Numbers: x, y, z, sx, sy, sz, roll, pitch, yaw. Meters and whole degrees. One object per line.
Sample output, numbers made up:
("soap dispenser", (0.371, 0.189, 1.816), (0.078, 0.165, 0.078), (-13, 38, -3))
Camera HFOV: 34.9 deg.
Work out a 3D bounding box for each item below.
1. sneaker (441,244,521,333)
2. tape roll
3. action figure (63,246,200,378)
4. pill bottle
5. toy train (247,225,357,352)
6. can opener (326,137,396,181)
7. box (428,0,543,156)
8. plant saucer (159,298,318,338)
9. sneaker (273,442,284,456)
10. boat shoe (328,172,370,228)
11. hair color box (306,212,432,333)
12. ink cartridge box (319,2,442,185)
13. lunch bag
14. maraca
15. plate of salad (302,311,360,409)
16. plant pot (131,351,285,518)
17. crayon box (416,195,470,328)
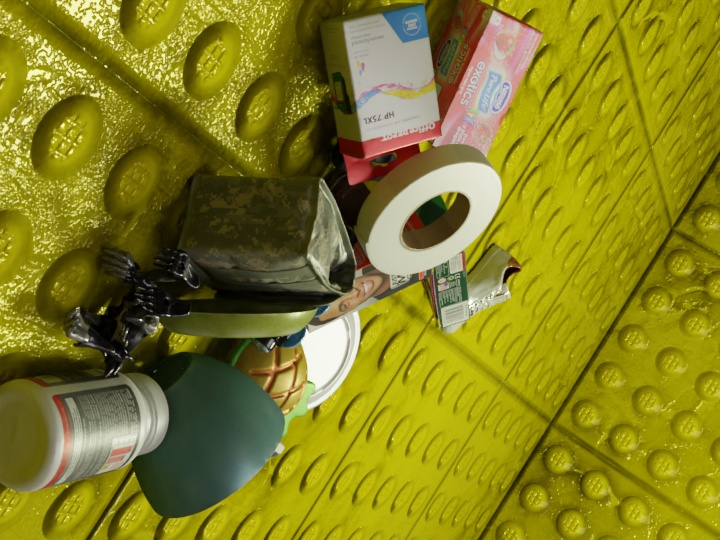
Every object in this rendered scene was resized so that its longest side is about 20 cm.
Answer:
("sneaker", (0.233, 0.048, 2.174), (0.201, 0.084, 0.073), (-52, 157, -10))
("tape roll", (0.088, -0.075, 1.472), (0.200, 0.037, 0.204), (-22, 146, -15))
("action figure", (-0.254, 0.036, 1.223), (0.199, 0.101, 0.120), (-29, -144, 47))
("pill bottle", (-0.307, 0.169, 1.255), (0.199, 0.115, 0.117), (-1, 120, -61))
("toy train", (-0.090, 0.008, 1.482), (0.201, 0.113, 0.087), (-52, 161, -14))
("can opener", (0.008, -0.147, 1.555), (0.064, 0.078, 0.200), (-60, 166, 3))
("box", (0.156, -0.269, 1.607), (0.093, 0.103, 0.203), (15, 108, -31))
("plant saucer", (-0.148, 0.056, 1.334), (0.199, 0.197, 0.032), (-3, 96, -61))
("sneaker", (-0.184, 0.254, 1.650), (0.085, 0.075, 0.200), (-52, 150, 4))
("boat shoe", (0.005, -0.076, 1.617), (0.073, 0.067, 0.200), (-55, 155, -6))
("hair color box", (0.000, 0.000, 1.589), (0.197, 0.062, 0.102), (-25, 147, -10))
("ink cartridge box", (0.029, -0.209, 1.374), (0.115, 0.067, 0.204), (-18, 109, -24))
("lunch bag", (-0.102, -0.022, 1.342), (0.200, 0.161, 0.120), (58, 38, -63))
("maraca", (-0.124, 0.157, 1.580), (0.137, 0.107, 0.201), (-42, 138, -17))
("plate of salad", (-0.081, 0.112, 1.688), (0.198, 0.048, 0.204), (-18, 118, -37))
("plant pot", (-0.209, 0.181, 1.405), (0.200, 0.199, 0.136), (-44, 116, -28))
("crayon box", (0.111, -0.038, 1.740), (0.057, 0.175, 0.201), (-17, 148, -3))
